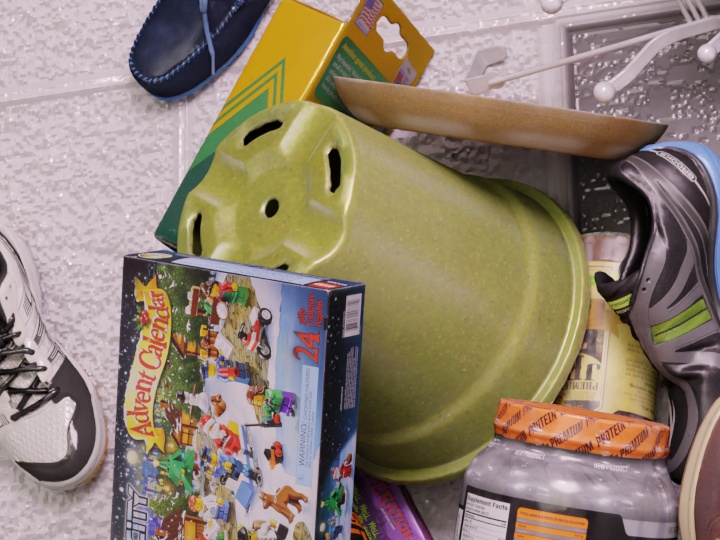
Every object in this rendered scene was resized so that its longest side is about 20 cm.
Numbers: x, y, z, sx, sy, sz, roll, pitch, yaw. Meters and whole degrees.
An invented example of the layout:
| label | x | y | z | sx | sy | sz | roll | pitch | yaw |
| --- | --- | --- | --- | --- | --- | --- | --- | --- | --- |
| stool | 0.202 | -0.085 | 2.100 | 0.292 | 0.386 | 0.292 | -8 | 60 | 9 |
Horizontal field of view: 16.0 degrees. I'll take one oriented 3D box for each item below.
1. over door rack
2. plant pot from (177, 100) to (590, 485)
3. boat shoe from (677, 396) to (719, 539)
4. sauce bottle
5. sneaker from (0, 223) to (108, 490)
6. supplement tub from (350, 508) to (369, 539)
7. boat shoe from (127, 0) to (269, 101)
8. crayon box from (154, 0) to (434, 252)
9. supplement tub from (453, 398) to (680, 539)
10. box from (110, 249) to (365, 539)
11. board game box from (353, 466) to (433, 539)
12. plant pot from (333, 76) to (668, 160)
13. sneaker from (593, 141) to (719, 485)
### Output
| label | x | y | z | sx | sy | sz | roll | pitch | yaw |
| --- | --- | --- | --- | --- | --- | --- | --- | --- | --- |
| over door rack | 0.103 | -0.170 | 1.508 | 0.200 | 0.148 | 0.067 | -5 | 38 | 43 |
| plant pot | 0.000 | 0.000 | 1.475 | 0.200 | 0.184 | 0.201 | -21 | 54 | 32 |
| boat shoe | 0.213 | 0.163 | 1.358 | 0.072 | 0.072 | 0.201 | -3 | 76 | 55 |
| sauce bottle | 0.142 | 0.079 | 1.498 | 0.065 | 0.065 | 0.201 | 1 | 73 | 20 |
| sneaker | -0.230 | 0.050 | 1.631 | 0.076 | 0.088 | 0.200 | -32 | 67 | 6 |
| supplement tub | -0.048 | 0.184 | 1.472 | 0.122 | 0.123 | 0.200 | -31 | 67 | 8 |
| boat shoe | -0.091 | -0.206 | 1.670 | 0.084 | 0.069 | 0.200 | 32 | 86 | 26 |
| crayon box | -0.038 | -0.080 | 1.580 | 0.052 | 0.126 | 0.200 | 26 | 83 | 25 |
| supplement tub | 0.107 | 0.176 | 1.397 | 0.122 | 0.122 | 0.201 | 10 | 90 | 22 |
| box | -0.069 | 0.097 | 1.378 | 0.136 | 0.038 | 0.201 | 9 | 100 | 32 |
| board game box | 0.005 | 0.216 | 1.525 | 0.120 | 0.032 | 0.200 | -33 | 65 | 11 |
| plant pot | 0.081 | -0.088 | 1.506 | 0.200 | 0.200 | 0.028 | 11 | 94 | 23 |
| sneaker | 0.174 | 0.027 | 1.459 | 0.082 | 0.071 | 0.200 | -4 | 85 | -15 |
